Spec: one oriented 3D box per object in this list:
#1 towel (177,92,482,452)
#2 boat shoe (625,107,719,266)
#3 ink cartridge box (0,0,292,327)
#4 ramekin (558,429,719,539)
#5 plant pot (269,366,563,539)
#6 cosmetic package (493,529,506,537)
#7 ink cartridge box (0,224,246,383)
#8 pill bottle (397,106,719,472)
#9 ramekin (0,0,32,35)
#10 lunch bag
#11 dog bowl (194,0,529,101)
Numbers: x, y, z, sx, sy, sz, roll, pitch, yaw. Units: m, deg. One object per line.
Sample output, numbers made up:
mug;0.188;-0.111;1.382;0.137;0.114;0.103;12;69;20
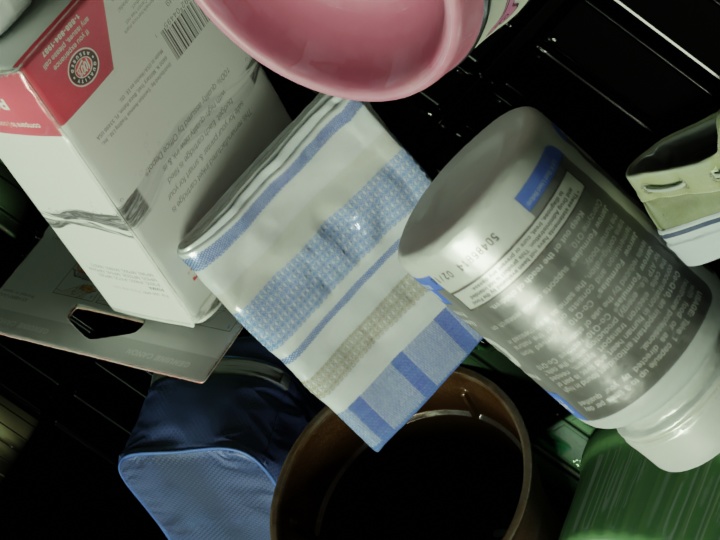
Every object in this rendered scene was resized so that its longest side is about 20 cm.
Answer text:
towel;0.000;0.000;0.895;0.200;0.147;0.024;48;172;-29
boat shoe;0.195;-0.057;0.706;0.062;0.072;0.200;42;149;-7
ink cartridge box;-0.128;-0.088;0.873;0.084;0.146;0.200;6;140;40
ramekin;0.228;0.197;1.009;0.199;0.098;0.201;22;148;15
plant pot;0.066;0.206;1.090;0.199;0.201;0.198;7;148;35
cosmetic package;0.037;0.310;1.276;0.199;0.167;0.168;11;144;29
ink cartridge box;-0.126;0.000;0.967;0.199;0.177;0.045;11;144;32
pill bottle;0.128;0.015;0.823;0.200;0.114;0.114;40;148;-13
ramekin;-0.259;-0.191;0.801;0.199;0.201;0.098;14;152;27
lunch bag;-0.090;0.150;1.199;0.135;0.133;0.201;-4;136;22
dog bowl;-0.011;-0.167;0.727;0.199;0.074;0.201;23;149;15
